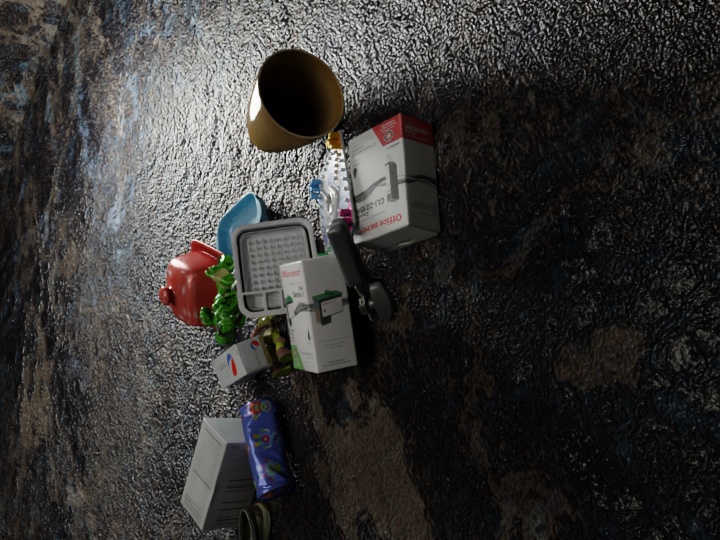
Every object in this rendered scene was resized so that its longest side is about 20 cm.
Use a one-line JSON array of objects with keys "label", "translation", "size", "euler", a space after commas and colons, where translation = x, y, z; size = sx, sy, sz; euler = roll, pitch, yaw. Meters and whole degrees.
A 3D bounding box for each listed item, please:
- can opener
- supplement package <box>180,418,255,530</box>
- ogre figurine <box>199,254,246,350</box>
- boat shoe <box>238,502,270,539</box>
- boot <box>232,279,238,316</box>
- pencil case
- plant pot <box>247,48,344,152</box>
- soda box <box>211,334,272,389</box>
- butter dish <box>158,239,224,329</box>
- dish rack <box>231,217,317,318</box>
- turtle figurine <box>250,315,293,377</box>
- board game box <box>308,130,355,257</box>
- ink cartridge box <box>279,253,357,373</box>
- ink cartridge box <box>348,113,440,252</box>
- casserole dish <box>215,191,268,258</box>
[{"label": "can opener", "translation": [0.000, 0.000, 1.293], "size": [0.066, 0.201, 0.053], "euler": [-18, 25, 17]}, {"label": "supplement package", "translation": [-0.290, 0.431, 1.577], "size": [0.113, 0.109, 0.202], "euler": [28, 105, 48]}, {"label": "ogre figurine", "translation": [-0.280, 0.076, 1.534], "size": [0.201, 0.097, 0.121], "euler": [55, 147, 37]}, {"label": "boat shoe", "translation": [-0.225, 0.580, 1.508], "size": [0.071, 0.066, 0.204], "euler": [-7, 78, 48]}, {"label": "boot", "translation": [-0.235, 0.048, 1.592], "size": [0.201, 0.072, 0.091], "euler": [-55, 23, 27]}, {"label": "pencil case", "translation": [-0.187, 0.357, 1.493], "size": [0.078, 0.086, 0.202], "euler": [107, 150, -59]}, {"label": "plant pot", "translation": [-0.157, -0.322, 1.525], "size": [0.200, 0.184, 0.189], "euler": [-29, 61, 59]}, {"label": "soda box", "translation": [-0.251, 0.195, 1.556], "size": [0.200, 0.063, 0.069], "euler": [-35, 75, 61]}, {"label": "butter dish", "translation": [-0.396, 0.047, 1.719], "size": [0.199, 0.147, 0.202], "euler": [22, 118, 48]}, {"label": "dish rack", "translation": [-0.168, -0.002, 1.495], "size": [0.044, 0.169, 0.202], "euler": [98, 163, -69]}, {"label": "turtle figurine", "translation": [-0.181, 0.127, 1.537], "size": [0.201, 0.064, 0.162], "euler": [-53, 48, 29]}, {"label": "board game box", "translation": [-0.058, -0.127, 1.401], "size": [0.200, 0.026, 0.202], "euler": [123, 143, -60]}, {"label": "ink cartridge box", "translation": [-0.079, 0.076, 1.354], "size": [0.146, 0.083, 0.203], "euler": [171, 90, -67]}, {"label": "ink cartridge box", "translation": [0.057, -0.148, 1.292], "size": [0.144, 0.083, 0.203], "euler": [-18, 71, 47]}, {"label": "casserole dish", "translation": [-0.268, -0.095, 1.700], "size": [0.199, 0.039, 0.122], "euler": [-35, 59, 42]}]
